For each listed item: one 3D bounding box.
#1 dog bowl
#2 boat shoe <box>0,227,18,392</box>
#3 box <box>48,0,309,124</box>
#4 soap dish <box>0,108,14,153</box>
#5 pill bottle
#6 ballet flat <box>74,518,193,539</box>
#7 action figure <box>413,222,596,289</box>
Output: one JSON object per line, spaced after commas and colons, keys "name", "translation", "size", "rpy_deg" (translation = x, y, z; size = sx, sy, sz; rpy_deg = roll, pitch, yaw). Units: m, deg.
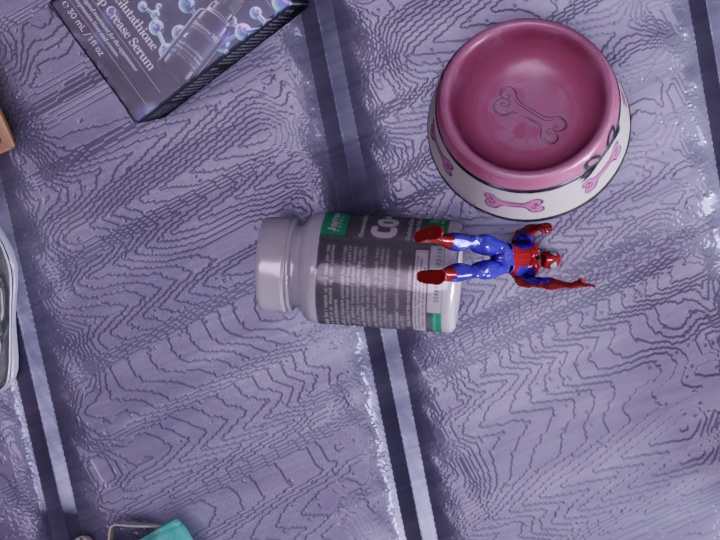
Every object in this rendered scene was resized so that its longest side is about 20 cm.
{"name": "dog bowl", "translation": [0.161, -0.153, 1.602], "size": [0.199, 0.074, 0.201], "rpy_deg": [-2, 72, 6]}
{"name": "boat shoe", "translation": [-0.397, 0.035, 1.745], "size": [0.072, 0.071, 0.201], "rpy_deg": [-8, 97, 9]}
{"name": "box", "translation": [-0.177, -0.264, 1.650], "size": [0.200, 0.107, 0.149], "rpy_deg": [-36, 92, 11]}
{"name": "soap dish", "translation": [-0.459, -0.189, 1.712], "size": [0.157, 0.081, 0.200], "rpy_deg": [-23, 96, 11]}
{"name": "pill bottle", "translation": [0.000, 0.000, 1.667], "size": [0.199, 0.113, 0.113], "rpy_deg": [4, 100, 6]}
{"name": "ballet flat", "translation": [-0.270, 0.311, 1.785], "size": [0.199, 0.067, 0.071], "rpy_deg": [-18, 72, 10]}
{"name": "action figure", "translation": [0.151, -0.013, 1.604], "size": [0.099, 0.200, 0.065], "rpy_deg": [-4, 87, 39]}
